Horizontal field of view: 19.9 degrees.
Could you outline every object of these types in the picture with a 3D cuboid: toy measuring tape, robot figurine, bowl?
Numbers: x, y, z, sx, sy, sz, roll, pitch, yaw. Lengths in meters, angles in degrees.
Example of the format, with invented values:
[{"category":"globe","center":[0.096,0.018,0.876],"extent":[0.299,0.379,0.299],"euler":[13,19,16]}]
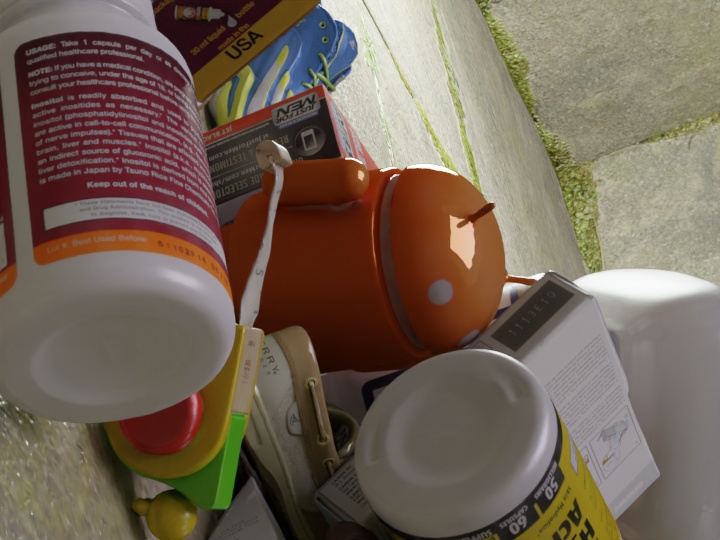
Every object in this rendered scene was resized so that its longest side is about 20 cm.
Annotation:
[{"category":"toy measuring tape","center":[-0.084,0.032,1.009],"extent":[0.074,0.073,0.202],"euler":[24,76,-75]},{"category":"robot figurine","center":[-0.001,-0.001,1.217],"extent":[0.117,0.198,0.145],"euler":[-27,107,-68]},{"category":"bowl","center":[0.177,0.100,1.408],"extent":[0.200,0.074,0.202],"euler":[-169,-99,-66]}]

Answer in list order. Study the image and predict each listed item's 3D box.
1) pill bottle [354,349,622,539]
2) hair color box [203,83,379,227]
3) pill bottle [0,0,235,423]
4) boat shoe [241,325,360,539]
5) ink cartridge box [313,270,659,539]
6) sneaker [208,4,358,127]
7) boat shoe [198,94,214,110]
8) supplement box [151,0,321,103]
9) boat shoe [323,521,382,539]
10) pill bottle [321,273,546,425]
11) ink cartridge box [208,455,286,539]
[{"category":"pill bottle","center":[0.081,0.143,1.120],"extent":[0.200,0.111,0.112],"euler":[58,16,-44]},{"category":"hair color box","center":[-0.033,-0.029,1.363],"extent":[0.200,0.110,0.064],"euler":[54,18,-56]},{"category":"pill bottle","center":[-0.124,-0.042,0.928],"extent":[0.113,0.112,0.201],"euler":[55,19,-53]},{"category":"boat shoe","center":[-0.029,0.107,1.185],"extent":[0.074,0.066,0.201],"euler":[56,-8,38]},{"category":"ink cartridge box","center":[0.082,0.126,1.223],"extent":[0.043,0.200,0.174],"euler":[33,-22,42]},{"category":"sneaker","center":[-0.052,-0.137,1.474],"extent":[0.076,0.104,0.201],"euler":[58,16,-46]},{"category":"boat shoe","center":[-0.125,-0.115,1.165],"extent":[0.200,0.070,0.070],"euler":[-87,154,-61]},{"category":"supplement box","center":[-0.125,-0.206,1.092],"extent":[0.200,0.103,0.131],"euler":[37,29,-33]},{"category":"boat shoe","center":[0.025,0.205,1.110],"extent":[0.200,0.072,0.072],"euler":[58,4,-44]},{"category":"pill bottle","center":[0.051,0.086,1.334],"extent":[0.116,0.199,0.117],"euler":[-19,90,-79]},{"category":"ink cartridge box","center":[-0.042,0.199,1.133],"extent":[0.161,0.047,0.200],"euler":[65,-5,-22]}]
